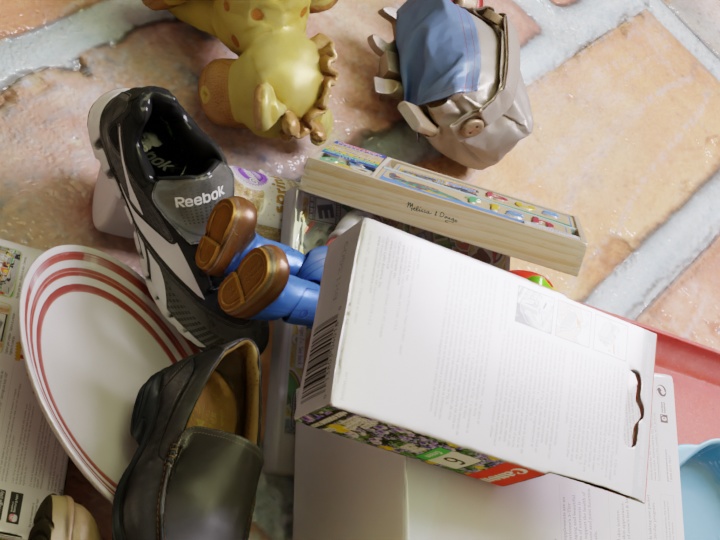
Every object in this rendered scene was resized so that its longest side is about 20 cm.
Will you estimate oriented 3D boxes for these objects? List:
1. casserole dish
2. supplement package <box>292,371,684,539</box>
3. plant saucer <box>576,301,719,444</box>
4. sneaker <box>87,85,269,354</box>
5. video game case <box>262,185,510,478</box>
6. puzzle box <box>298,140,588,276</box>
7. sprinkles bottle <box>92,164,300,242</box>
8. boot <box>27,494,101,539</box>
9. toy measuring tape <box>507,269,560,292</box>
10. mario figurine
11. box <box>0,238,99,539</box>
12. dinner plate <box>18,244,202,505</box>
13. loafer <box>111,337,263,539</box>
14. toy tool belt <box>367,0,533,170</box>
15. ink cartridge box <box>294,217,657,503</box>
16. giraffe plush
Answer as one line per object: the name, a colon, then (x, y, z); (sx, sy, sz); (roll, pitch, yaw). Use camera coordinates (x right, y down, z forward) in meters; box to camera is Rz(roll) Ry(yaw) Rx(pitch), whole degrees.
casserole dish: (0.261, 0.216, 0.925); (0.121, 0.039, 0.200); (-34, 95, -24)
supplement package: (0.077, 0.142, 0.805); (0.200, 0.151, 0.152); (11, 68, -26)
plant saucer: (0.248, 0.140, 1.016); (0.199, 0.037, 0.200); (18, 49, -20)
sneaker: (-0.109, -0.031, 0.815); (0.066, 0.090, 0.200); (-28, 96, -26)
video game case: (0.024, 0.053, 0.901); (0.182, 0.023, 0.200); (11, 73, -26)
puzzle box: (0.062, -0.048, 0.915); (0.200, 0.025, 0.133); (18, 12, 3)
sprinkles bottle: (-0.088, -0.041, 0.917); (0.200, 0.068, 0.068); (13, 51, -25)
boot: (-0.089, 0.215, 0.717); (0.200, 0.066, 0.176); (5, 78, -28)
toy measuring tape: (0.122, 0.054, 0.873); (0.200, 0.073, 0.074); (44, 32, -48)
mario figurine: (0.000, 0.000, 0.810); (0.200, 0.106, 0.124); (19, 61, -44)
box: (-0.226, 0.070, 0.769); (0.110, 0.035, 0.200); (17, 50, -21)
dinner plate: (-0.141, 0.075, 0.779); (0.200, 0.024, 0.200); (49, 22, -28)
loafer: (-0.087, 0.112, 0.699); (0.073, 0.072, 0.200); (35, 27, -31)
toy tool belt: (0.066, -0.186, 1.088); (0.123, 0.125, 0.200); (13, 50, -35)
ink cartridge box: (0.070, 0.058, 0.712); (0.200, 0.050, 0.109); (21, 64, -21)
giraffe plush: (-0.073, -0.175, 0.984); (0.172, 0.200, 0.163); (-5, 89, -39)
